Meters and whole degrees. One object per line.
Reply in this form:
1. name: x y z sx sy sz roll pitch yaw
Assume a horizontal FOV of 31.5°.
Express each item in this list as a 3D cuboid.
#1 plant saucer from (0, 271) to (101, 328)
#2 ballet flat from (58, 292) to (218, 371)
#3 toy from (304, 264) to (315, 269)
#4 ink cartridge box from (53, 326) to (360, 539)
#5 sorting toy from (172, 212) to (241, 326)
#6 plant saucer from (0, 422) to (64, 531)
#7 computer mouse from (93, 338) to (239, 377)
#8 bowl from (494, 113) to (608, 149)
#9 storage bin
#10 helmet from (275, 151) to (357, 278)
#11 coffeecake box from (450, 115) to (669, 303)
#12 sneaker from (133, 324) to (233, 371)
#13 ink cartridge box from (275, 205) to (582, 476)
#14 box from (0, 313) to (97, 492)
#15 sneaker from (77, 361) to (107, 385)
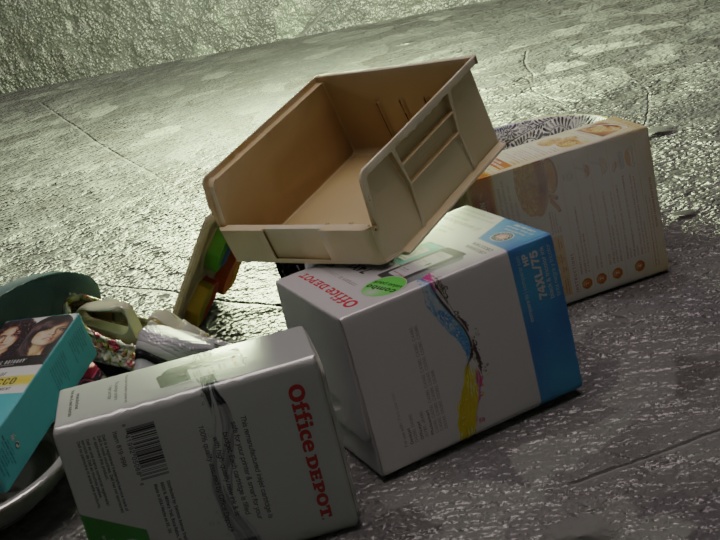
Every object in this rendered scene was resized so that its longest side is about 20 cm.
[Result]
1. plant saucer: -0.355 0.065 1.285 0.201 0.201 0.039 -29 64 -37
2. ballet flat: -0.214 0.064 1.242 0.200 0.064 0.076 9 30 20
3. toy: 0.000 0.000 1.220 0.115 0.200 0.047 -7 -15 8
4. ink cartridge box: -0.114 0.142 0.969 0.200 0.147 0.083 -14 18 -5
5. sorting toy: -0.157 -0.014 1.418 0.036 0.200 0.185 28 27 1
6. plant saucer: -0.334 0.185 1.117 0.200 0.050 0.200 -13 27 6
7. computer mouse: -0.223 0.100 1.288 0.200 0.053 0.138 -2 23 29
8. bowl: 0.212 -0.113 1.522 0.200 0.094 0.201 -12 20 4
9. storage bin: -0.008 -0.095 1.148 0.200 0.094 0.199 2 38 43
10. helmet: -0.001 -0.053 1.355 0.190 0.200 0.200 -13 20 2
11. coffeecake box: 0.194 -0.050 1.275 0.200 0.154 0.073 -18 19 -12
12. sneaker: -0.143 0.120 1.145 0.075 0.115 0.200 21 -1 33
13. ink cartridge box: 0.057 0.054 1.091 0.200 0.146 0.147 -22 21 -20
14. box: -0.311 0.115 1.123 0.082 0.049 0.200 -7 30 17
15. sneaker: -0.330 0.134 1.236 0.200 0.075 0.081 -11 20 9
